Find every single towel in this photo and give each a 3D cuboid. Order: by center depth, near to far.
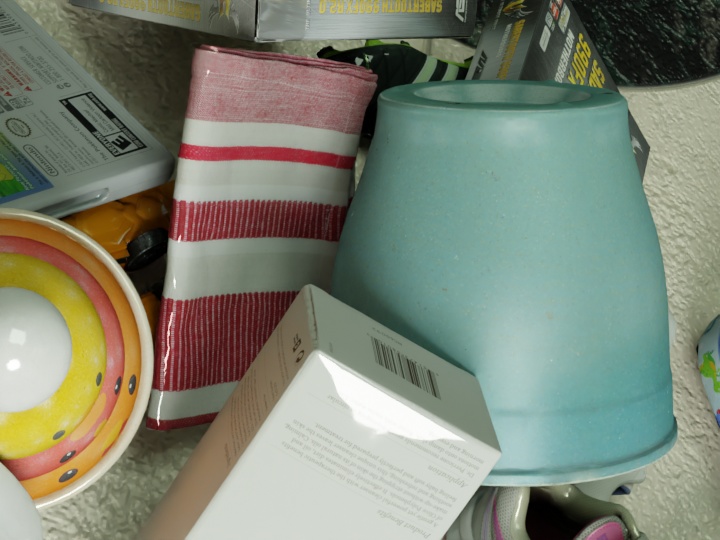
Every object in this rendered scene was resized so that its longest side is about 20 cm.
[{"bbox_3d":[-0.052,-0.017,0.932,0.144,0.023,0.200,-3,104,-54],"label":"towel"}]

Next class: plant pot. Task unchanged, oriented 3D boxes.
[{"bbox_3d":[0.076,-0.005,0.938,0.200,0.200,0.188,-9,106,-39],"label":"plant pot"}]

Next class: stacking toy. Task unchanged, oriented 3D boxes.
[{"bbox_3d":[-0.155,0.040,0.739,0.146,0.200,0.146,1,87,-12],"label":"stacking toy"}]

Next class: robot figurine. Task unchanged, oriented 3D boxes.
[{"bbox_3d":[-0.157,0.023,0.914,0.200,0.058,0.145,-20,74,-43],"label":"robot figurine"}]

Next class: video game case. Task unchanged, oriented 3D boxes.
[{"bbox_3d":[-0.229,-0.090,0.923,0.182,0.022,0.200,-23,57,-42],"label":"video game case"}]

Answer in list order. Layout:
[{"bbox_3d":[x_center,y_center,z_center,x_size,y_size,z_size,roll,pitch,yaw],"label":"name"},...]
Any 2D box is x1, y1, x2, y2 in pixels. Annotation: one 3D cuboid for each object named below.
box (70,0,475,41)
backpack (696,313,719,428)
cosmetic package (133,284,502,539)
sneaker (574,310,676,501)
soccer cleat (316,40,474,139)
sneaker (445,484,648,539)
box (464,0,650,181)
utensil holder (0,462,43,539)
[{"bbox_3d":[-0.054,-0.171,1.024,0.158,0.200,0.048,-8,108,-39],"label":"box"},{"bbox_3d":[0.315,0.095,1.158,0.163,0.154,0.200,-14,57,-33],"label":"backpack"},{"bbox_3d":[-0.034,0.123,0.829,0.108,0.200,0.085,31,17,-16],"label":"cosmetic package"},{"bbox_3d":[0.152,0.091,1.093,0.087,0.074,0.200,57,46,-15],"label":"sneaker"},{"bbox_3d":[0.038,-0.103,1.133,0.200,0.068,0.081,0,63,-39],"label":"soccer cleat"},{"bbox_3d":[0.131,0.182,0.955,0.081,0.088,0.200,-33,65,-33],"label":"sneaker"},{"bbox_3d":[0.125,-0.076,1.132,0.158,0.048,0.200,56,35,-27],"label":"box"},{"bbox_3d":[-0.238,0.168,0.687,0.170,0.170,0.200,28,51,-17],"label":"utensil holder"}]
